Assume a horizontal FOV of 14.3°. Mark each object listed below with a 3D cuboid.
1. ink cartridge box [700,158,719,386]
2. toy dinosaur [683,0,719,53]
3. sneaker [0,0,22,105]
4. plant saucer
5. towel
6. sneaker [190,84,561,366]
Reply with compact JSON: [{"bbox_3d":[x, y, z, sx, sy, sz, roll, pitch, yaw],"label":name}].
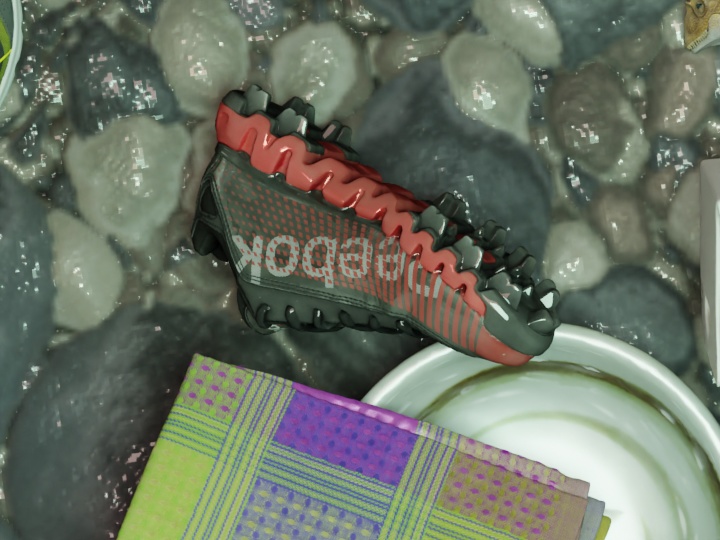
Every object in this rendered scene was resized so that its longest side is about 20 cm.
[{"bbox_3d":[0.247,-0.007,1.238,0.199,0.147,0.083,-4,99,4],"label":"ink cartridge box"},{"bbox_3d":[0.246,-0.115,1.294,0.199,0.060,0.107,-11,84,4],"label":"toy dinosaur"},{"bbox_3d":[-0.202,-0.076,1.317,0.074,0.085,0.201,7,89,4],"label":"sneaker"},{"bbox_3d":[0.077,0.124,1.299,0.199,0.050,0.201,0,86,5],"label":"plant saucer"},{"bbox_3d":[-0.002,0.124,1.240,0.199,0.023,0.144,19,57,5],"label":"towel"},{"bbox_3d":[0.000,0.000,1.287,0.200,0.071,0.098,33,100,29],"label":"sneaker"}]
